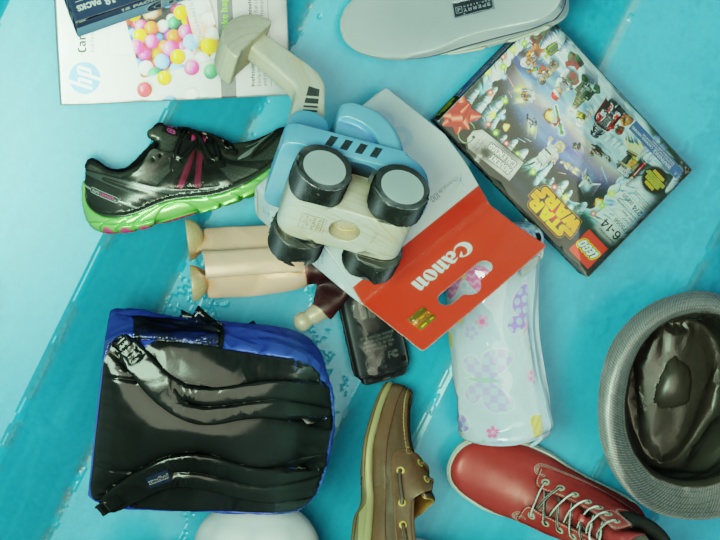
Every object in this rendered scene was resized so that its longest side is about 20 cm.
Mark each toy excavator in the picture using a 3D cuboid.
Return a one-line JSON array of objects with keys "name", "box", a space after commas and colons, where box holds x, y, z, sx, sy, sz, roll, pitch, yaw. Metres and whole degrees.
[{"name": "toy excavator", "box": [-0.035, -0.109, 1.585, 0.193, 0.201, 0.100, 15, 138, -7]}]

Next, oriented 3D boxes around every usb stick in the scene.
[{"name": "usb stick", "box": [0.000, 0.000, 1.713, 0.055, 0.033, 0.201, -14, 99, -13]}]

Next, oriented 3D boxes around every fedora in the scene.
[{"name": "fedora", "box": [0.289, 0.119, 1.740, 0.175, 0.090, 0.202, -2, 91, -10]}]

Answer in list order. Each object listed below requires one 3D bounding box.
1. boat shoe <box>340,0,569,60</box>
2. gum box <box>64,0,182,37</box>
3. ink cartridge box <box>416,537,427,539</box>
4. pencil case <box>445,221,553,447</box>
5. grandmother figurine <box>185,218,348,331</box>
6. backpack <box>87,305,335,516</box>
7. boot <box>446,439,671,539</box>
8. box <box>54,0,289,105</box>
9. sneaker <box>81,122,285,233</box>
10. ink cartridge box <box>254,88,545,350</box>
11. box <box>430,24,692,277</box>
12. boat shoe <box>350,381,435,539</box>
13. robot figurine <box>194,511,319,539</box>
[{"name": "boat shoe", "box": [0.084, -0.221, 1.677, 0.199, 0.066, 0.072, -13, 76, 14]}, {"name": "gum box", "box": [-0.191, -0.318, 1.606, 0.169, 0.045, 0.201, -20, 82, -9]}, {"name": "ink cartridge box", "box": [0.118, 0.293, 1.682, 0.199, 0.104, 0.060, 6, 107, 23]}, {"name": "pencil case", "box": [0.124, 0.055, 1.711, 0.090, 0.083, 0.202, -1, 99, 14]}, {"name": "grandmother figurine", "box": [-0.047, -0.010, 1.658, 0.198, 0.061, 0.122, -6, 91, -4]}, {"name": "backpack", "box": [-0.122, 0.110, 1.636, 0.198, 0.168, 0.164, 6, 109, -6]}, {"name": "boot", "box": [0.178, 0.209, 1.708, 0.199, 0.144, 0.073, 22, 94, -10]}, {"name": "box", "box": [-0.162, -0.224, 1.656, 0.198, 0.041, 0.157, -3, 97, -7]}, {"name": "sneaker", "box": [-0.145, -0.091, 1.658, 0.199, 0.077, 0.084, -17, 97, -10]}, {"name": "ink cartridge box", "box": [0.034, -0.046, 1.626, 0.200, 0.047, 0.160, 39, 61, 24]}, {"name": "box", "box": [0.179, -0.112, 1.721, 0.200, 0.040, 0.137, 44, 90, -11]}, {"name": "boat shoe", "box": [0.033, 0.193, 1.684, 0.067, 0.072, 0.201, 4, 59, 6]}, {"name": "robot figurine", "box": [-0.093, 0.286, 1.692, 0.168, 0.113, 0.202, 5, 97, 21]}]
